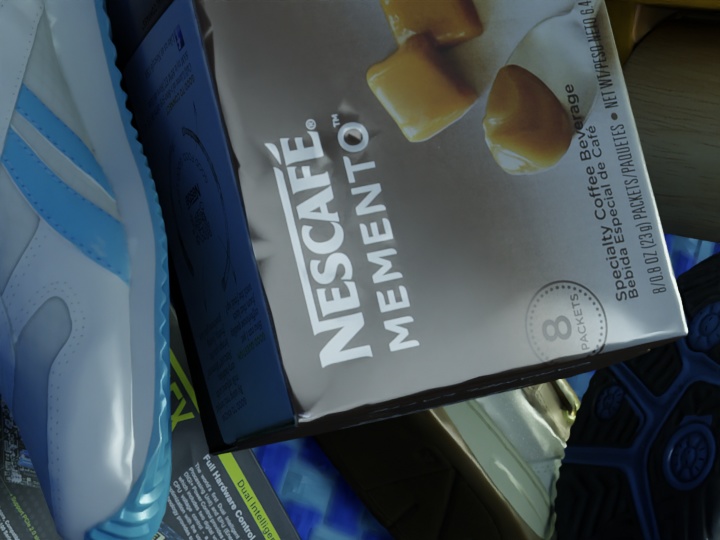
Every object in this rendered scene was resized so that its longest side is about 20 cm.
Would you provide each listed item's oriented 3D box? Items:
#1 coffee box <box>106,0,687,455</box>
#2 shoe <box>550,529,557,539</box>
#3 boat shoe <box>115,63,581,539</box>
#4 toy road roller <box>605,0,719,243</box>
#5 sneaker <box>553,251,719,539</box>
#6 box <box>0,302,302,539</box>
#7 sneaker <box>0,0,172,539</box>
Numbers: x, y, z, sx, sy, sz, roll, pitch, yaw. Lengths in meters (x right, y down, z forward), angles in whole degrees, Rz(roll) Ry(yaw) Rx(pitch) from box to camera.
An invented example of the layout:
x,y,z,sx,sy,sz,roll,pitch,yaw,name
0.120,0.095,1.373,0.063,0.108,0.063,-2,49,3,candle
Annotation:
x,y,z,sx,sy,sz,roll,pitch,yaw,name
-0.002,-0.062,0.723,0.114,0.080,0.200,-11,84,-21,coffee box
0.082,0.094,0.860,0.200,0.070,0.053,-57,138,-26,shoe
0.000,0.000,0.817,0.200,0.074,0.066,58,47,-23,boat shoe
0.104,-0.105,0.835,0.146,0.123,0.200,-1,98,-42,toy road roller
0.103,0.091,0.808,0.077,0.076,0.200,17,84,-36,sneaker
-0.086,0.110,0.764,0.160,0.044,0.200,-40,112,-30,box
-0.094,-0.016,0.708,0.081,0.077,0.200,-12,63,-12,sneaker
